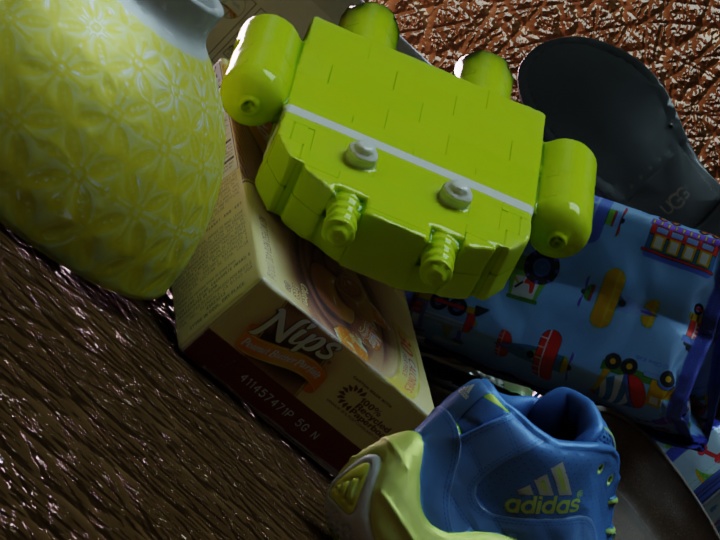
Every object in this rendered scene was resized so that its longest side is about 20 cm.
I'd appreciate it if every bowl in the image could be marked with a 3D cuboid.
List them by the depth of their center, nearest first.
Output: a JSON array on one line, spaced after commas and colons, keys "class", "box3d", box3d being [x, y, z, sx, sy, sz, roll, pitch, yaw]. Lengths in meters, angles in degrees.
[{"class": "bowl", "box3d": [-0.121, -0.093, 1.116, 0.200, 0.108, 0.200, 42, 10, -9]}]

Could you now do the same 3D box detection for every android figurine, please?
[{"class": "android figurine", "box3d": [0.021, -0.055, 1.229, 0.182, 0.041, 0.200, 24, 31, -5]}]

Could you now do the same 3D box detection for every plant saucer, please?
[{"class": "plant saucer", "box3d": [0.135, 0.158, 1.232, 0.200, 0.032, 0.200, 47, 28, -34]}]

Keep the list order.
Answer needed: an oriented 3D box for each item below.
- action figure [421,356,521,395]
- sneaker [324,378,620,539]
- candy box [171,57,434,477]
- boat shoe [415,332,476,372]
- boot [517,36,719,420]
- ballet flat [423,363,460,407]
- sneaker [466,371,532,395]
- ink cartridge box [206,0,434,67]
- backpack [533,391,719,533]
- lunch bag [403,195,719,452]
[{"class": "action figure", "box3d": [0.081, 0.118, 1.390, 0.200, 0.105, 0.193, 25, 3, -26]}, {"class": "sneaker", "box3d": [0.080, 0.113, 1.055, 0.200, 0.105, 0.076, 40, 4, -38]}, {"class": "candy box", "box3d": [-0.034, -0.002, 1.240, 0.115, 0.055, 0.200, 41, 18, -28]}, {"class": "boat shoe", "box3d": [0.000, 0.001, 1.473, 0.201, 0.072, 0.066, 22, -15, -18]}, {"class": "boot", "box3d": [0.148, -0.012, 1.424, 0.200, 0.069, 0.174, 50, -17, 20]}, {"class": "ballet flat", "box3d": [0.038, 0.087, 1.278, 0.073, 0.073, 0.200, 41, 1, -40]}, {"class": "sneaker", "box3d": [0.075, 0.091, 1.526, 0.200, 0.089, 0.077, 44, 3, 20]}, {"class": "ink cartridge box", "box3d": [-0.041, -0.068, 1.395, 0.200, 0.174, 0.044, 43, 15, -9]}, {"class": "backpack", "box3d": [0.180, 0.103, 1.683, 0.147, 0.200, 0.183, 43, 2, 15]}, {"class": "lunch bag", "box3d": [0.109, 0.032, 1.365, 0.150, 0.094, 0.200, 19, -13, 13]}]
